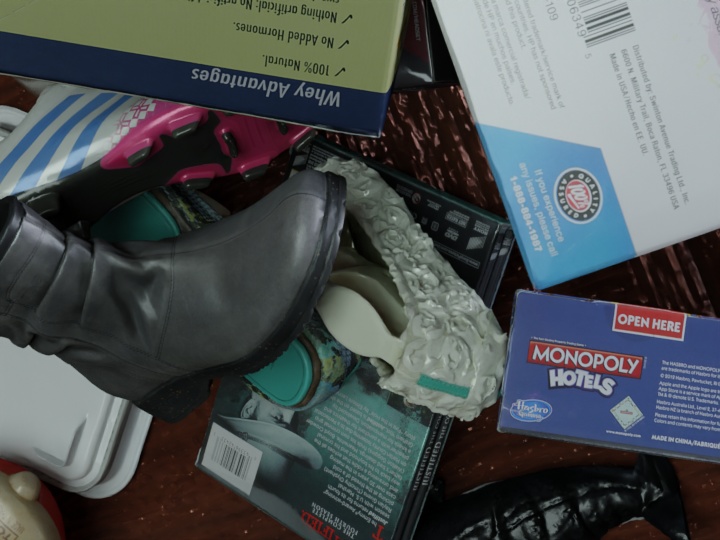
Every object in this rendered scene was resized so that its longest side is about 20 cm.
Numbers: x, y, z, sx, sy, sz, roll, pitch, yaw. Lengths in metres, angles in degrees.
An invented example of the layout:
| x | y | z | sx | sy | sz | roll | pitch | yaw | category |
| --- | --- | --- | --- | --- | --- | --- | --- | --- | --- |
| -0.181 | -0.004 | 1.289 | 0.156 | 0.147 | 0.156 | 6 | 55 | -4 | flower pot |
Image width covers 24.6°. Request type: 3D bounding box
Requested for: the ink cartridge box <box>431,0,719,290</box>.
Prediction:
| x | y | z | sx | sy | sz | roll | pitch | yaw | category |
| --- | --- | --- | --- | --- | --- | --- | --- | --- | --- |
| 0.144 | -0.103 | 0.724 | 0.200 | 0.146 | 0.147 | -19 | 99 | 7 | ink cartridge box |

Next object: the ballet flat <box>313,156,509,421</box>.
| x | y | z | sx | sy | sz | roll | pitch | yaw | category |
| --- | --- | --- | --- | --- | --- | --- | --- | --- | --- |
| 0.000 | 0.000 | 0.773 | 0.200 | 0.072 | 0.072 | 46 | 114 | 52 | ballet flat |

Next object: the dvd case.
| x | y | z | sx | sy | sz | roll | pitch | yaw | category |
| --- | --- | --- | --- | --- | --- | --- | --- | --- | --- |
| -0.008 | 0.044 | 0.870 | 0.146 | 0.022 | 0.200 | 26 | 103 | 36 | dvd case |

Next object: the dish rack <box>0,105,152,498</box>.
| x | y | z | sx | sy | sz | roll | pitch | yaw | category |
| --- | --- | --- | --- | --- | --- | --- | --- | --- | --- |
| -0.188 | 0.021 | 0.947 | 0.171 | 0.044 | 0.200 | 23 | 104 | 15 | dish rack |

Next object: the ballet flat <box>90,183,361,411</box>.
| x | y | z | sx | sy | sz | roll | pitch | yaw | category |
| --- | --- | --- | --- | --- | --- | --- | --- | --- | --- |
| -0.078 | -0.001 | 0.863 | 0.200 | 0.074 | 0.074 | 42 | 108 | 19 | ballet flat |

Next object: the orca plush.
| x | y | z | sx | sy | sz | roll | pitch | yaw | category |
| --- | --- | --- | --- | --- | --- | --- | --- | --- | --- |
| 0.071 | 0.157 | 0.852 | 0.200 | 0.071 | 0.105 | -15 | 91 | 21 | orca plush |

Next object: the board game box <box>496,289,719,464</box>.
| x | y | z | sx | sy | sz | roll | pitch | yaw | category |
| --- | --- | --- | --- | --- | --- | --- | --- | --- | --- |
| 0.151 | 0.055 | 0.766 | 0.200 | 0.200 | 0.062 | 9 | 88 | -3 | board game box |

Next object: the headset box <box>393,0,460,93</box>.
| x | y | z | sx | sy | sz | roll | pitch | yaw | category |
| --- | --- | --- | --- | --- | --- | --- | --- | --- | --- |
| -0.032 | -0.160 | 0.851 | 0.200 | 0.075 | 0.149 | -5 | 95 | 20 | headset box |

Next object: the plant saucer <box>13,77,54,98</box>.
| x | y | z | sx | sy | sz | roll | pitch | yaw | category |
| --- | --- | --- | --- | --- | --- | --- | --- | --- | --- |
| -0.170 | -0.179 | 0.864 | 0.200 | 0.032 | 0.201 | 24 | 120 | 53 | plant saucer |

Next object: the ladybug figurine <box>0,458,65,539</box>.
| x | y | z | sx | sy | sz | roll | pitch | yaw | category |
| --- | --- | --- | --- | --- | --- | --- | --- | --- | --- |
| -0.236 | 0.174 | 0.955 | 0.136 | 0.072 | 0.200 | 46 | 119 | -3 | ladybug figurine |

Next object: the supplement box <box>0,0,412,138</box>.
| x | y | z | sx | sy | sz | roll | pitch | yaw | category |
| --- | --- | --- | --- | --- | --- | --- | --- | --- | --- |
| -0.067 | -0.187 | 0.681 | 0.200 | 0.134 | 0.200 | 10 | 125 | 1 | supplement box |

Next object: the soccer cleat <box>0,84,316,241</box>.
| x | y | z | sx | sy | sz | roll | pitch | yaw | category |
| --- | --- | --- | --- | --- | --- | --- | --- | --- | --- |
| -0.112 | -0.074 | 0.812 | 0.200 | 0.070 | 0.086 | -24 | 58 | 4 | soccer cleat |

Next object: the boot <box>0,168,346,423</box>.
| x | y | z | sx | sy | sz | roll | pitch | yaw | category |
| --- | --- | --- | --- | --- | --- | --- | --- | --- | --- |
| -0.103 | 0.001 | 0.742 | 0.131 | 0.070 | 0.200 | 26 | 137 | -22 | boot |
